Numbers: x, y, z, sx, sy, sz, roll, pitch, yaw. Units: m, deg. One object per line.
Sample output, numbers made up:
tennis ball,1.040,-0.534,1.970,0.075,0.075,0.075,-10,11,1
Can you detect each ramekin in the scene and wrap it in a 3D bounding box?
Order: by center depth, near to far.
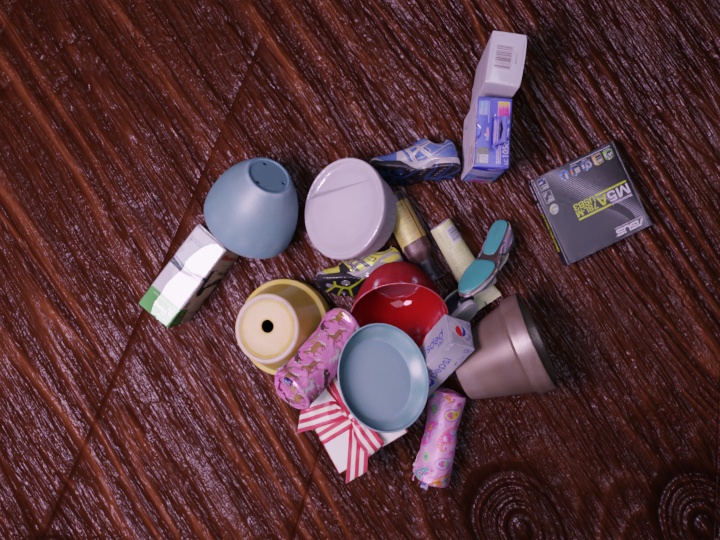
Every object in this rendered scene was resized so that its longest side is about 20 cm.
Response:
ramekin,-0.013,-0.121,1.280,0.198,0.093,0.209,-4,82,31

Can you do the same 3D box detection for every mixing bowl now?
mixing bowl,0.077,0.056,1.247,0.194,0.203,0.110,-2,46,3

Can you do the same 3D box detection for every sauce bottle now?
sauce bottle,0.110,-0.068,1.318,0.064,0.065,0.204,-26,86,2

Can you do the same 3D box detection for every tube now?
tube,0.220,-0.012,1.323,0.058,0.052,0.203,-30,93,40

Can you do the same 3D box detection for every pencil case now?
pencil case,-0.077,0.162,1.165,0.200,0.081,0.088,-48,124,-34
pencil case,0.164,0.349,1.294,0.085,0.087,0.206,12,90,3

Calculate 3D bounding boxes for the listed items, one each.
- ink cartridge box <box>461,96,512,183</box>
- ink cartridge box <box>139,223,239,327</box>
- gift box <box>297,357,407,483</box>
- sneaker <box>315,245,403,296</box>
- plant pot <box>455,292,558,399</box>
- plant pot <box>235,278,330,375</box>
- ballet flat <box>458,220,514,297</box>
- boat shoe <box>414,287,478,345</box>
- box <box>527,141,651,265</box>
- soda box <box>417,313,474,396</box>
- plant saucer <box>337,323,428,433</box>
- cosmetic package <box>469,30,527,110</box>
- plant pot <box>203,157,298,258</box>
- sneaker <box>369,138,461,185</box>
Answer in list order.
ink cartridge box,0.255,-0.263,1.249,0.074,0.200,0.141,3,89,3
ink cartridge box,-0.352,0.011,1.296,0.082,0.147,0.202,37,91,2
gift box,-0.018,0.296,1.252,0.198,0.187,0.187,-35,87,0
sneaker,0.000,0.000,1.328,0.194,0.076,0.078,-8,57,5
plant pot,0.282,0.173,1.255,0.170,0.199,0.204,-25,87,18
plant pot,-0.165,0.115,1.256,0.194,0.189,0.207,-1,85,7
ballet flat,0.271,-0.011,1.287,0.071,0.072,0.202,32,67,3
boat shoe,0.164,0.119,1.313,0.199,0.075,0.061,-41,49,10
box,0.484,-0.141,1.312,0.196,0.048,0.197,-24,85,2
soda box,0.148,0.179,1.245,0.062,0.069,0.201,17,134,-19
plant saucer,0.039,0.204,1.167,0.195,0.036,0.206,10,69,-25
cosmetic package,0.276,-0.393,1.252,0.072,0.200,0.105,10,89,3
plant pot,-0.205,-0.147,1.250,0.195,0.135,0.204,17,49,-20
sneaker,0.116,-0.235,1.329,0.194,0.076,0.079,-2,66,2
